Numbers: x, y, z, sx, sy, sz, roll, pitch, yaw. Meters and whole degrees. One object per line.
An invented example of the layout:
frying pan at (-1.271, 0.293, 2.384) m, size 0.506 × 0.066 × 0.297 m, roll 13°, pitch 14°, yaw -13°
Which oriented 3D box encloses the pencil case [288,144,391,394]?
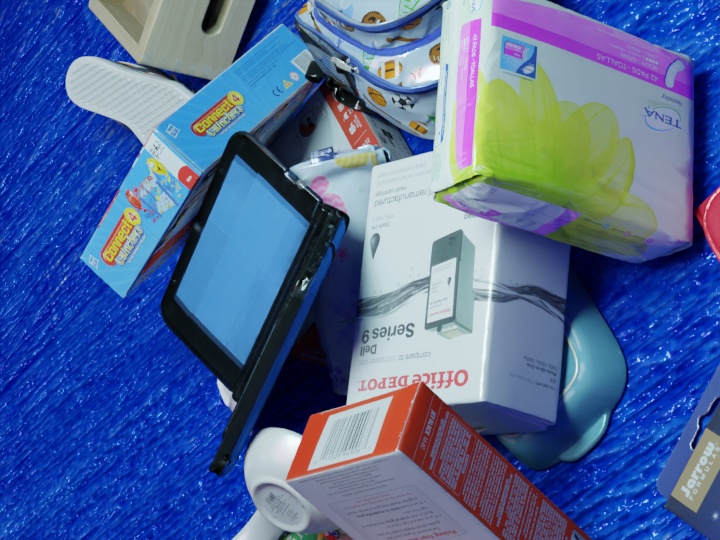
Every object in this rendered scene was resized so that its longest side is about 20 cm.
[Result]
pencil case at (0.000, 0.000, 1.279) m, size 0.090 × 0.083 × 0.201 m, roll -12°, pitch 92°, yaw 4°

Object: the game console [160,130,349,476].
game console at (-0.101, 0.024, 1.235) m, size 0.171 × 0.118 × 0.200 m, roll -66°, pitch 1°, yaw -60°

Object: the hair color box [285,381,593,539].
hair color box at (0.059, 0.168, 1.101) m, size 0.111 × 0.200 × 0.064 m, roll -21°, pitch 35°, yaw 41°

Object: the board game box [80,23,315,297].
board game box at (-0.138, -0.096, 1.410) m, size 0.200 × 0.056 × 0.196 m, roll -47°, pitch -2°, yaw -43°

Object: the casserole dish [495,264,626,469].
casserole dish at (0.122, 0.056, 1.209) m, size 0.121 × 0.039 × 0.200 m, roll -48°, pitch 45°, yaw 24°

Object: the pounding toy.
pounding toy at (-0.153, -0.310, 1.622) m, size 0.184 × 0.142 × 0.200 m, roll 47°, pitch 120°, yaw 48°

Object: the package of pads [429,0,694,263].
package of pads at (0.146, -0.098, 1.120) m, size 0.068 × 0.200 × 0.155 m, roll -24°, pitch 57°, yaw 56°

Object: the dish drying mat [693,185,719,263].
dish drying mat at (0.310, -0.078, 1.070) m, size 0.200 × 0.018 × 0.077 m, roll -44°, pitch 47°, yaw 27°

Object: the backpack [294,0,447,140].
backpack at (0.059, -0.206, 1.297) m, size 0.200 × 0.154 × 0.190 m, roll -46°, pitch 57°, yaw -2°

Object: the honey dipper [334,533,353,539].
honey dipper at (0.020, 0.189, 1.207) m, size 0.200 × 0.038 × 0.038 m, roll -38°, pitch 48°, yaw 36°

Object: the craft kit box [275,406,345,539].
craft kit box at (-0.004, 0.235, 1.270) m, size 0.200 × 0.048 × 0.198 m, roll 28°, pitch 93°, yaw 50°

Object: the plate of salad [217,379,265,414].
plate of salad at (-0.109, 0.045, 1.410) m, size 0.200 × 0.048 × 0.201 m, roll 168°, pitch 90°, yaw -78°

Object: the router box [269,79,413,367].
router box at (-0.026, -0.048, 1.410) m, size 0.180 × 0.049 × 0.200 m, roll -49°, pitch 44°, yaw 22°

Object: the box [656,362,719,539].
box at (0.272, 0.132, 1.014) m, size 0.200 × 0.032 × 0.121 m, roll 34°, pitch 101°, yaw 50°

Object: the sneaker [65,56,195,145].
sneaker at (-0.207, -0.167, 1.652) m, size 0.200 × 0.079 × 0.079 m, roll 32°, pitch 105°, yaw 25°

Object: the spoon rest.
spoon rest at (-0.064, 0.185, 1.245) m, size 0.061 × 0.099 × 0.200 m, roll -50°, pitch -3°, yaw -43°

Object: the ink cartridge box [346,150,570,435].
ink cartridge box at (0.074, 0.016, 1.184) m, size 0.146 × 0.084 × 0.201 m, roll -11°, pitch 66°, yaw 46°
